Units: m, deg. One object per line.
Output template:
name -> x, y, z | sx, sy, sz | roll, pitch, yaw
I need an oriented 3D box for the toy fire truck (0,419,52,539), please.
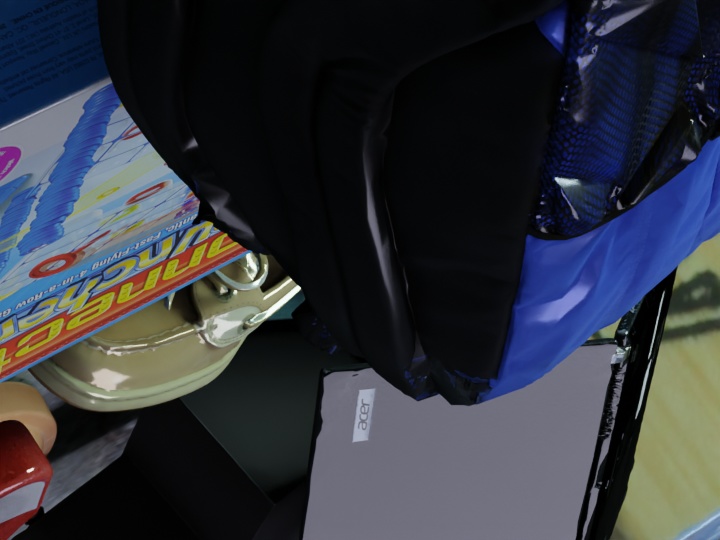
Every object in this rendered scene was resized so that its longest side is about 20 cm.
toy fire truck -> -0.209, 0.121, 0.815 | 0.199, 0.112, 0.168 | -28, 169, -23

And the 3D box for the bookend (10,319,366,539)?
bookend -> -0.087, 0.103, 1.010 | 0.200, 0.092, 0.199 | -37, 169, -29

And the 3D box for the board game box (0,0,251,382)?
board game box -> -0.076, -0.043, 0.671 | 0.199, 0.056, 0.196 | -28, 165, -24

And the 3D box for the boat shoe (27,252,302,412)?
boat shoe -> -0.047, -0.016, 0.826 | 0.200, 0.073, 0.063 | -36, 166, -46

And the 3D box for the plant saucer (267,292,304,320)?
plant saucer -> 0.000, 0.000, 0.930 | 0.199, 0.019, 0.070 | -4, 160, -20

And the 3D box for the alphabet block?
alphabet block -> 0.164, 0.043, 1.240 | 0.196, 0.200, 0.195 | -32, 166, -10

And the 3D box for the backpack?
backpack -> 0.034, -0.075, 0.502 | 0.167, 0.163, 0.200 | -29, 150, -24

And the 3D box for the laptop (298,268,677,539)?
laptop -> 0.054, 0.070, 0.926 | 0.200, 0.103, 0.178 | -58, 161, -53

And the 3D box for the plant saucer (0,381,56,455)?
plant saucer -> -0.214, 0.116, 0.957 | 0.200, 0.032, 0.200 | -31, 167, -8
